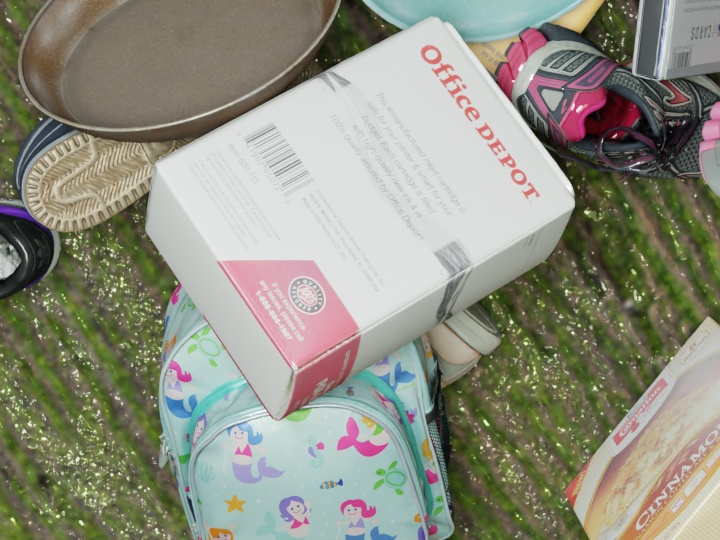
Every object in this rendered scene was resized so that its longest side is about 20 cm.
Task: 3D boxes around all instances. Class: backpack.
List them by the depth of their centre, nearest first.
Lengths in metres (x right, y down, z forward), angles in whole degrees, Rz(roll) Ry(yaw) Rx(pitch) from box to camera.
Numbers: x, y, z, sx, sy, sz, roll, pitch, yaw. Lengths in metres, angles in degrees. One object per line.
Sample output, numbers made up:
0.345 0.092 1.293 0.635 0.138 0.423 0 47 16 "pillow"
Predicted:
-0.036 0.087 1.390 0.176 0.151 0.202 -8 116 4 "backpack"

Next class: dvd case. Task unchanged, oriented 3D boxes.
0.214 -0.218 1.372 0.025 0.150 0.202 13 104 29 "dvd case"

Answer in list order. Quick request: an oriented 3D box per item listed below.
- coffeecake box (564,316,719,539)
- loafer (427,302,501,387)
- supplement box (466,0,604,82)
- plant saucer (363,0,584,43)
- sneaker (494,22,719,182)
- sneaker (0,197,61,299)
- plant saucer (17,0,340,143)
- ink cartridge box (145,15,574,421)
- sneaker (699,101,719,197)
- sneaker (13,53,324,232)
0.215 0.130 1.414 0.073 0.200 0.154 37 97 -12 "coffeecake box"
0.000 0.000 1.438 0.200 0.072 0.063 41 104 -15 "loafer"
0.081 -0.128 1.414 0.066 0.069 0.201 35 96 -5 "supplement box"
0.073 -0.227 1.314 0.198 0.036 0.201 -9 127 -12 "plant saucer"
0.166 -0.086 1.394 0.199 0.075 0.081 10 115 -42 "sneaker"
-0.284 -0.006 1.393 0.198 0.100 0.070 -8 101 -3 "sneaker"
-0.102 -0.137 1.345 0.199 0.201 0.032 -20 131 0 "plant saucer"
0.000 -0.031 1.298 0.199 0.083 0.147 -29 73 -22 "ink cartridge box"
0.286 -0.102 1.409 0.200 0.079 0.096 -49 120 -23 "sneaker"
-0.122 -0.085 1.399 0.199 0.108 0.071 -24 102 -15 "sneaker"
